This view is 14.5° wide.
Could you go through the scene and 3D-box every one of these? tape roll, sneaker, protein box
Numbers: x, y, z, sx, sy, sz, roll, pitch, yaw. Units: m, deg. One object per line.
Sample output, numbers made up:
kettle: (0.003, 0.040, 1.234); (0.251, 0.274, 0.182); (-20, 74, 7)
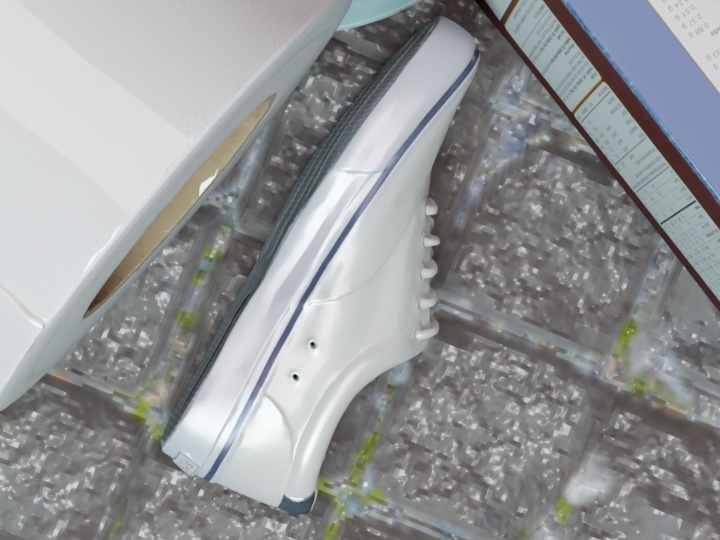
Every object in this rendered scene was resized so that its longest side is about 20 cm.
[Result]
tape roll: (-0.117, -0.067, 1.016); (0.139, 0.203, 0.203); (40, 85, 0)
sneaker: (0.000, 0.000, 1.088); (0.071, 0.073, 0.200); (30, 94, -9)
protein box: (0.185, -0.096, 1.065); (0.198, 0.135, 0.200); (-37, 88, -5)

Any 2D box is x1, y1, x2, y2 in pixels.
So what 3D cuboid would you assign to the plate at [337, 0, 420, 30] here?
plate: (-0.026, -0.194, 1.118); (0.200, 0.026, 0.201); (0, 86, -2)
